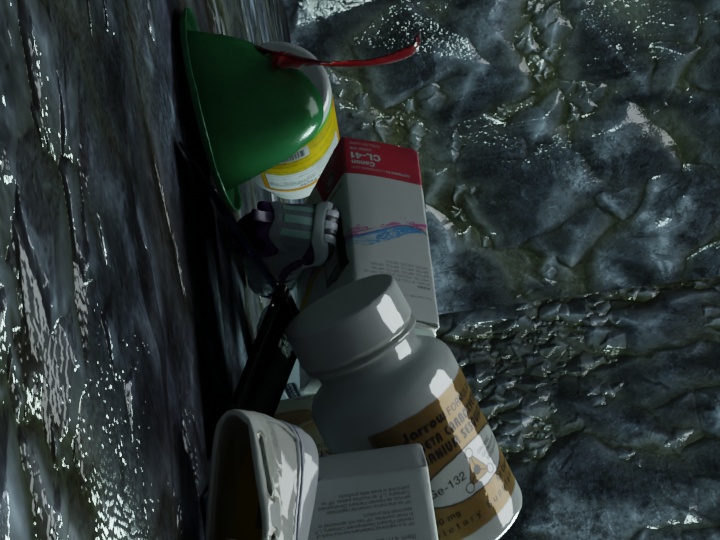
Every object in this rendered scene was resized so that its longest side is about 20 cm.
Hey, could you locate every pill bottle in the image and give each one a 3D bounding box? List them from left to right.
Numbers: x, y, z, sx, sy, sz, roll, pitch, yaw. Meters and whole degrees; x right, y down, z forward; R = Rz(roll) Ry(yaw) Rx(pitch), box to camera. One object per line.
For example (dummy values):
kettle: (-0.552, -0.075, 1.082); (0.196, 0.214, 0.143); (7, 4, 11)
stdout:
pill bottle: (-0.079, -0.145, 1.271); (0.200, 0.111, 0.111); (81, 2, -74)
pill bottle: (0.029, 0.110, 0.903); (0.200, 0.114, 0.114); (63, 5, -13)

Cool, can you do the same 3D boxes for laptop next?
laptop: (-0.109, 0.036, 0.938); (0.187, 0.116, 0.200); (77, 33, -78)

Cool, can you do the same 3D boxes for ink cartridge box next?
ink cartridge box: (-0.014, 0.228, 0.811); (0.084, 0.146, 0.200); (-87, 170, -87)
ink cartridge box: (0.000, 0.000, 1.141); (0.148, 0.085, 0.200); (124, -29, -48)

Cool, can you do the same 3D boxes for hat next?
hat: (-0.040, -0.144, 0.984); (0.200, 0.176, 0.166); (-102, 178, -51)

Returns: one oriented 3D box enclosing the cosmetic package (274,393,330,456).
cosmetic package: (-0.041, 0.182, 1.040); (0.200, 0.105, 0.071); (-100, 179, -68)

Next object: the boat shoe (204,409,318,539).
boat shoe: (-0.068, 0.175, 0.701); (0.070, 0.071, 0.200); (33, 52, -44)

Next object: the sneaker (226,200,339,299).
sneaker: (-0.091, -0.027, 1.149); (0.200, 0.087, 0.075); (142, -45, -62)

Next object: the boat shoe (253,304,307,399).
boat shoe: (-0.064, 0.108, 1.237); (0.200, 0.073, 0.065); (83, 4, -51)
